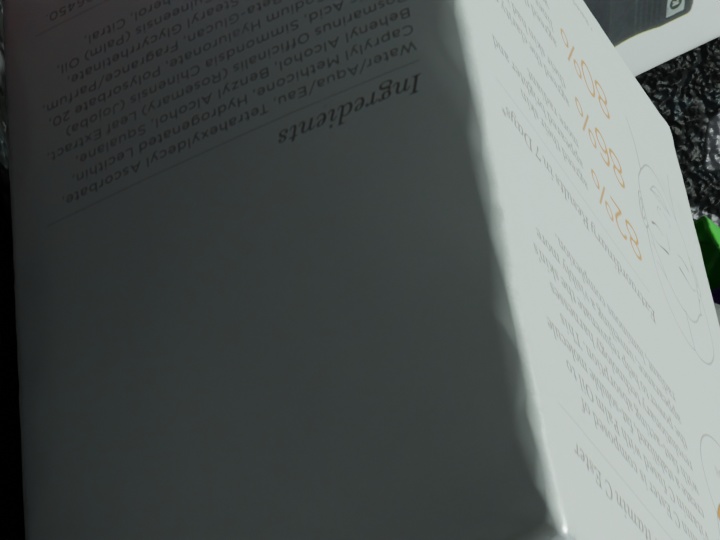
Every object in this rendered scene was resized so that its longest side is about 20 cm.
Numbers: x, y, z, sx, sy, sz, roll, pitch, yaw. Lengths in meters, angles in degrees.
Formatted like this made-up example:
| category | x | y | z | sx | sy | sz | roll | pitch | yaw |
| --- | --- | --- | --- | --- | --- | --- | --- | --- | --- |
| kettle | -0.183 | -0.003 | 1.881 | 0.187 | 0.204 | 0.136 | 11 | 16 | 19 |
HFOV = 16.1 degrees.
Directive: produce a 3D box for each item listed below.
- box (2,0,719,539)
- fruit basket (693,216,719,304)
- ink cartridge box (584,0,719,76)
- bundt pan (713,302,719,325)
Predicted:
| category | x | y | z | sx | sy | sz | roll | pitch | yaw |
| --- | --- | --- | --- | --- | --- | --- | --- | --- | --- |
| box | 0.010 | 0.022 | 0.539 | 0.152 | 0.106 | 0.201 | 49 | 26 | -47 |
| fruit basket | 0.102 | 0.077 | 1.108 | 0.156 | 0.215 | 0.216 | -95 | 160 | -70 |
| ink cartridge box | 0.044 | -0.128 | 0.762 | 0.084 | 0.199 | 0.146 | 42 | -29 | 49 |
| bundt pan | 0.071 | 0.056 | 0.710 | 0.202 | 0.076 | 0.202 | 45 | 25 | -28 |
